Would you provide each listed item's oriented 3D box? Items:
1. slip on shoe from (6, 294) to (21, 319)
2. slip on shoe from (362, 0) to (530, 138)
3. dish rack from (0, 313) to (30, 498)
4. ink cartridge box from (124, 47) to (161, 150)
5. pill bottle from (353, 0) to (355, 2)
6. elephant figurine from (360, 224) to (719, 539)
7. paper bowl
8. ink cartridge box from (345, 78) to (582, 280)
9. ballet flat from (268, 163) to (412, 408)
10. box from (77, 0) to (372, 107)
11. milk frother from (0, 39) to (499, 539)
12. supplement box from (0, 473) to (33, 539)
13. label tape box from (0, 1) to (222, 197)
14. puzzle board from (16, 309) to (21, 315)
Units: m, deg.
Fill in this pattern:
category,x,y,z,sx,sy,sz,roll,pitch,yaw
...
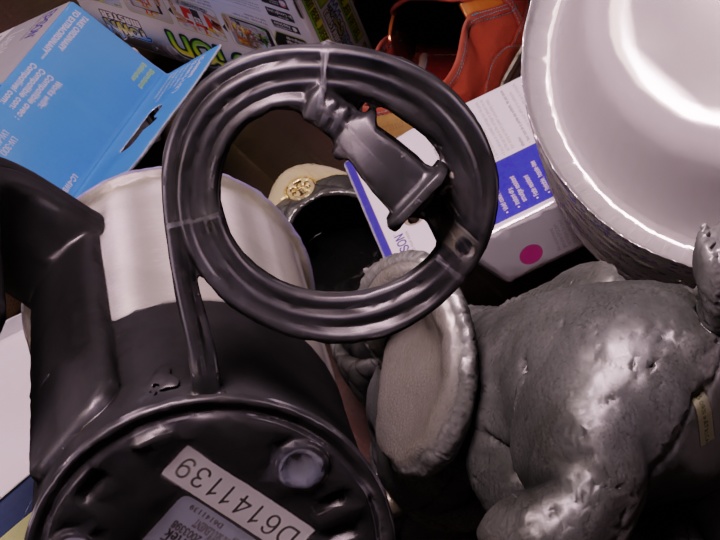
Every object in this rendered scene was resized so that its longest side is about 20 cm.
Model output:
category,x,y,z,sx,sy,sz,roll,pitch,yaw
slip on shoe,-0.211,0.026,1.059,0.199,0.061,0.076,-35,7,-28
slip on shoe,0.047,-0.125,1.046,0.074,0.061,0.201,-9,43,32
dish rack,-0.162,0.077,0.922,0.171,0.044,0.199,19,33,37
ink cartridge box,-0.203,-0.052,1.156,0.199,0.037,0.095,-28,22,6
pill bottle,-0.015,-0.238,1.163,0.116,0.117,0.201,6,53,40
elephant figurine,0.052,0.052,0.780,0.155,0.142,0.200,-48,42,-12
paper bowl,0.163,-0.087,0.826,0.199,0.104,0.202,-5,68,12
ink cartridge box,0.097,-0.056,0.930,0.199,0.037,0.095,-24,39,1
ballet flat,0.000,0.000,0.952,0.066,0.057,0.200,-35,38,1
box,-0.088,-0.155,1.110,0.199,0.110,0.035,21,62,35
milk frother,-0.041,0.007,0.693,0.199,0.181,0.188,-33,26,6
supplement box,-0.115,0.215,0.750,0.200,0.135,0.200,-40,39,-8
label tape box,-0.184,-0.071,1.046,0.199,0.066,0.144,-21,24,30
puzzle board,-0.200,0.041,1.092,0.199,0.017,0.151,-37,37,-4
